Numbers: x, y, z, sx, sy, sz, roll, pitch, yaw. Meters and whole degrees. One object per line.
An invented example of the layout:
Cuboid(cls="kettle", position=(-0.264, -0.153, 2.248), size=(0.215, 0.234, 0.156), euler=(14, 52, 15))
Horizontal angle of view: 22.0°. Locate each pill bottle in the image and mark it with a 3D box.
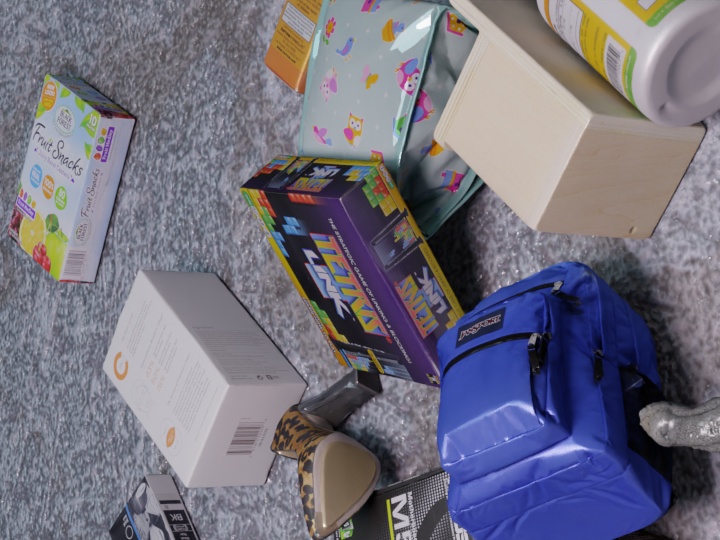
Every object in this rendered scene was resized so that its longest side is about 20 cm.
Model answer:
Cuboid(cls="pill bottle", position=(0.202, -0.206, 1.405), size=(0.200, 0.110, 0.112), euler=(51, 125, 41))

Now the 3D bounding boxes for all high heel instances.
Cuboid(cls="high heel", position=(-0.047, 0.189, 1.678), size=(0.142, 0.071, 0.201), euler=(-39, 24, 37))

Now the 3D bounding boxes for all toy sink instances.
Cuboid(cls="toy sink", position=(0.146, -0.121, 1.457), size=(0.200, 0.130, 0.113), euler=(49, 124, 40))

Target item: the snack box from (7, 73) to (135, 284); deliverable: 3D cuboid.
Cuboid(cls="snack box", position=(-0.332, -0.105, 2.114), size=(0.142, 0.053, 0.202), euler=(35, 114, 46))

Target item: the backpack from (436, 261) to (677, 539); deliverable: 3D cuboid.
Cuboid(cls="backpack", position=(0.142, 0.090, 1.391), size=(0.162, 0.168, 0.201), euler=(-21, 40, 27))

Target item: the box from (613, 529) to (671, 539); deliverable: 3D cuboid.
Cuboid(cls="box", position=(0.206, 0.251, 1.399), size=(0.199, 0.074, 0.101), euler=(12, 96, 53))

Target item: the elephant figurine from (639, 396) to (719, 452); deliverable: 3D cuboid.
Cuboid(cls="elephant figurine", position=(0.311, 0.095, 1.246), size=(0.142, 0.155, 0.200), euler=(-53, 9, -12))

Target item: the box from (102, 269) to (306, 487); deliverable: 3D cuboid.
Cuboid(cls="box", position=(-0.159, 0.105, 1.846), size=(0.200, 0.097, 0.125), euler=(47, 123, 41))

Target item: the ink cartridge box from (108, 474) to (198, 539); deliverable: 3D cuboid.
Cuboid(cls="ink cartridge box", position=(-0.197, 0.320, 1.926), size=(0.100, 0.039, 0.201), euler=(-55, 49, 32))

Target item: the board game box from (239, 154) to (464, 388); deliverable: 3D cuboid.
Cuboid(cls="board game box", position=(0.000, 0.000, 1.593), size=(0.165, 0.057, 0.201), euler=(9, 134, 57))

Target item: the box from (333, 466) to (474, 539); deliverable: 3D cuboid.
Cuboid(cls="box", position=(0.058, 0.281, 1.602), size=(0.193, 0.047, 0.202), euler=(-27, 67, 50))

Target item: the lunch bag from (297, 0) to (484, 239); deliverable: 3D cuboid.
Cuboid(cls="lunch bag", position=(0.031, -0.134, 1.610), size=(0.170, 0.121, 0.202), euler=(20, 97, 49))

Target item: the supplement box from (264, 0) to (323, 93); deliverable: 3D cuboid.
Cuboid(cls="supplement box", position=(-0.018, -0.264, 1.724), size=(0.069, 0.066, 0.201), euler=(43, 120, 44))
